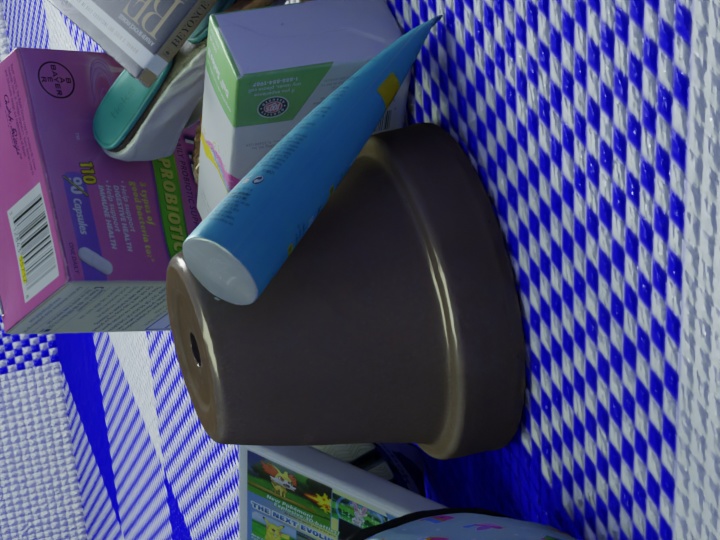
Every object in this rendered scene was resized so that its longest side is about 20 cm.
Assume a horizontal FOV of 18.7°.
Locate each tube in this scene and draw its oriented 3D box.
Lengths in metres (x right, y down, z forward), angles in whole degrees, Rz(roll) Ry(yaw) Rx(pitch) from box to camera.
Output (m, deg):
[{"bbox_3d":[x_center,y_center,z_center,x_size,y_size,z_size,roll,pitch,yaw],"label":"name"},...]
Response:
[{"bbox_3d":[-0.024,-0.067,1.229,0.050,0.200,0.077,45,150,-13],"label":"tube"}]

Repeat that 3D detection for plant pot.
[{"bbox_3d":[-0.018,0.029,1.290,0.200,0.174,0.201,166,90,-75],"label":"plant pot"}]

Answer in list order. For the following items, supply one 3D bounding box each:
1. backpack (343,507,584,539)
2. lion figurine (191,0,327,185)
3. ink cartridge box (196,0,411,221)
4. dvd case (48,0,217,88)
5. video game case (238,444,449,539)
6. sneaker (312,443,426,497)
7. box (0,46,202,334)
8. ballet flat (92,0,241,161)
[{"bbox_3d":[0.069,0.200,1.159,0.200,0.166,0.127,-149,52,-63],"label":"backpack"},{"bbox_3d":[-0.065,-0.131,1.417,0.073,0.122,0.200,57,166,36],"label":"lion figurine"},{"bbox_3d":[-0.040,-0.072,1.387,0.201,0.116,0.067,99,154,-43],"label":"ink cartridge box"},{"bbox_3d":[-0.113,-0.228,1.420,0.016,0.200,0.149,35,-176,-42],"label":"dvd case"},{"bbox_3d":[0.012,0.197,1.379,0.199,0.022,0.183,23,138,18],"label":"video game case"},{"bbox_3d":[0.027,0.177,1.483,0.200,0.080,0.115,64,-165,-13],"label":"sneaker"},{"bbox_3d":[-0.162,-0.055,1.548,0.097,0.199,0.177,-33,64,46],"label":"box"},{"bbox_3d":[-0.105,-0.152,1.456,0.200,0.069,0.070,-52,41,25],"label":"ballet flat"}]
